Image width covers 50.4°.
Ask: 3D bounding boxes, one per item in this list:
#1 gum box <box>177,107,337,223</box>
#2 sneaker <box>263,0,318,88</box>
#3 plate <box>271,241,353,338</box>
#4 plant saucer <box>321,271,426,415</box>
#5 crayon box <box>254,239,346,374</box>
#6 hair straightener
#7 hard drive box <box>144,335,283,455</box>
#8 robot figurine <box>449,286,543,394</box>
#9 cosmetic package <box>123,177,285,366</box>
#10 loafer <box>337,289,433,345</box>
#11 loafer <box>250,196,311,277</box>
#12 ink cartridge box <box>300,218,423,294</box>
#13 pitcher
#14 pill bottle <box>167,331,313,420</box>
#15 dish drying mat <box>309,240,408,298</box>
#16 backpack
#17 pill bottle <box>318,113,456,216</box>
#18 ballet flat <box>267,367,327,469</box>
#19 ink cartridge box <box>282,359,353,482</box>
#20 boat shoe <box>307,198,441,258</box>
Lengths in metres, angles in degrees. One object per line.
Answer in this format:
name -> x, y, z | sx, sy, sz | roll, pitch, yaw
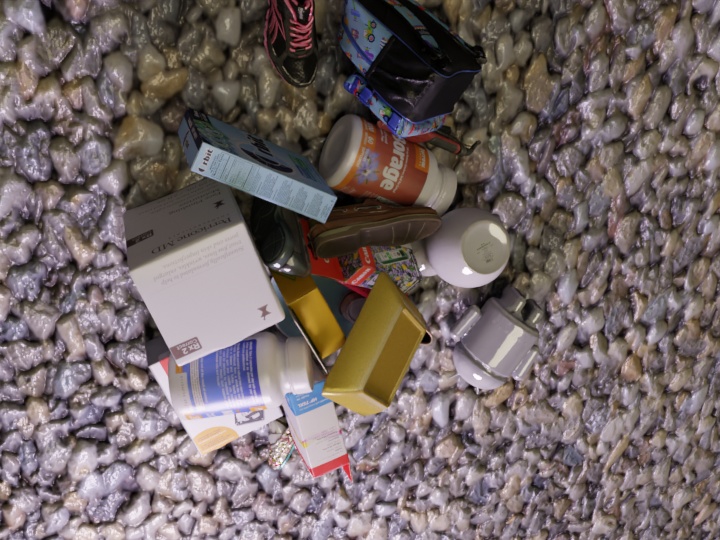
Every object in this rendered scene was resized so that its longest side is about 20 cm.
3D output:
gum box -> -0.146, -0.148, 1.063 | 0.198, 0.170, 0.045 | 21, 108, -28
sneaker -> -0.089, -0.341, 1.034 | 0.078, 0.096, 0.202 | -15, 121, -14
plate -> -0.059, 0.033, 1.270 | 0.197, 0.026, 0.203 | -9, 119, -16
plant saucer -> 0.036, 0.126, 1.171 | 0.202, 0.048, 0.200 | -62, 154, -9
crayon box -> -0.083, 0.040, 1.122 | 0.051, 0.201, 0.126 | -29, 132, -3
hair straightener -> 0.102, -0.224, 1.169 | 0.198, 0.077, 0.041 | 11, 129, -30
hard drive box -> -0.237, 0.178, 1.247 | 0.154, 0.077, 0.202 | -26, 120, -7
robot figurine -> 0.242, 0.129, 1.374 | 0.168, 0.113, 0.201 | 32, 102, -9
cosmetic package -> -0.225, -0.008, 1.086 | 0.163, 0.200, 0.167 | -24, 121, -7
loafer -> 0.050, 0.081, 1.286 | 0.199, 0.063, 0.072 | 21, 106, -43
loafer -> -0.114, -0.058, 1.105 | 0.063, 0.201, 0.072 | 33, 113, -32
ink cartridge box -> 0.001, -0.033, 1.177 | 0.198, 0.110, 0.050 | 13, 138, -42
pitcher -> 0.176, -0.049, 1.214 | 0.170, 0.200, 0.122 | -31, 99, -12
pill bottle -> -0.172, 0.151, 1.121 | 0.197, 0.113, 0.113 | -8, 119, 2
dish drying mat -> 0.000, 0.000, 1.229 | 0.199, 0.018, 0.078 | 30, 58, -29
backpack -> 0.048, -0.299, 1.054 | 0.200, 0.182, 0.135 | 43, 121, 9
pill bottle -> 0.045, -0.151, 1.166 | 0.198, 0.112, 0.113 | 19, 108, -27
ballet flat -> -0.122, 0.249, 1.333 | 0.063, 0.076, 0.202 | 28, 94, -19
ink cartridge box -> -0.077, 0.248, 1.242 | 0.066, 0.116, 0.203 | -19, 113, -15
boat shoe -> 0.021, -0.075, 1.120 | 0.197, 0.069, 0.072 | -9, 150, -17
